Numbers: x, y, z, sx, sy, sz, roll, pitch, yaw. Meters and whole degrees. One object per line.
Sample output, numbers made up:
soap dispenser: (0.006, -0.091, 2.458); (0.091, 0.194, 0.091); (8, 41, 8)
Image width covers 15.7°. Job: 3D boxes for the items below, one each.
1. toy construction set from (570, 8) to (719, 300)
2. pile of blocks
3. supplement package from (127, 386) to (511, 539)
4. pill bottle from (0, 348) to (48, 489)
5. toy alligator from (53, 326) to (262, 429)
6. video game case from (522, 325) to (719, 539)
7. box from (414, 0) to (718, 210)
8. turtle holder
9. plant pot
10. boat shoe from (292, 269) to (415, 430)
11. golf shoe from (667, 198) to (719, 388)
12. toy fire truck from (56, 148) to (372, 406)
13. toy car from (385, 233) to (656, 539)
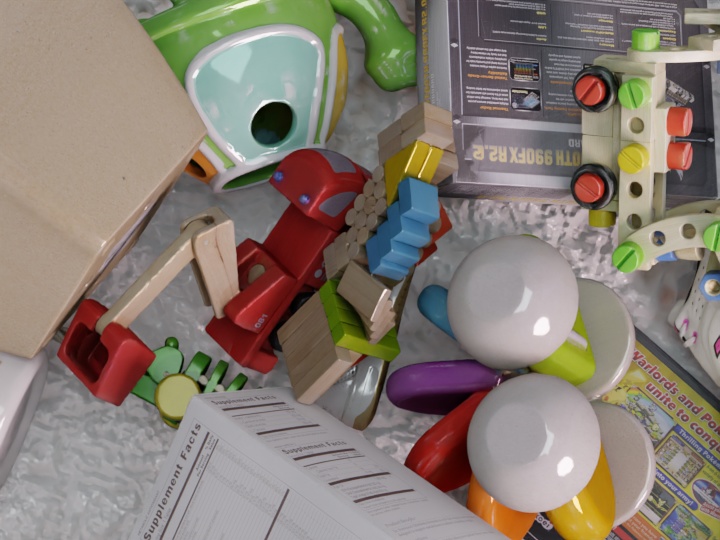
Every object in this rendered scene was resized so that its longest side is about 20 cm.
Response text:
toy construction set: (0.202, -0.078, 1.628); (0.131, 0.092, 0.201); (6, 91, 24)
pile of blocks: (0.023, -0.004, 1.618); (0.062, 0.082, 0.200); (17, 107, -35)
supplement package: (-0.021, 0.167, 1.568); (0.200, 0.109, 0.114); (34, 108, 28)
pill bottle: (-0.309, 0.065, 1.655); (0.199, 0.114, 0.115); (22, 80, 2)
toy alligator: (-0.116, 0.071, 1.689); (0.200, 0.059, 0.054); (36, 81, 4)
video game case: (0.192, 0.168, 1.703); (0.200, 0.026, 0.181); (42, 81, 6)
box: (0.135, -0.124, 1.706); (0.199, 0.048, 0.159); (2, 80, -24)
turtle holder: (-0.064, -0.127, 1.698); (0.185, 0.141, 0.132); (-12, 79, -41)
plant pot: (-0.217, -0.068, 1.612); (0.177, 0.200, 0.200); (39, 46, -1)
boat shoe: (0.000, 0.000, 1.701); (0.069, 0.071, 0.201); (15, 80, 2)
golf shoe: (0.249, 0.048, 1.705); (0.092, 0.073, 0.201); (-7, 67, 21)
toy fire truck: (-0.084, 0.001, 1.633); (0.049, 0.141, 0.200); (41, 101, 38)
toy car: (0.090, 0.080, 1.629); (0.150, 0.175, 0.201); (-14, 72, 21)
